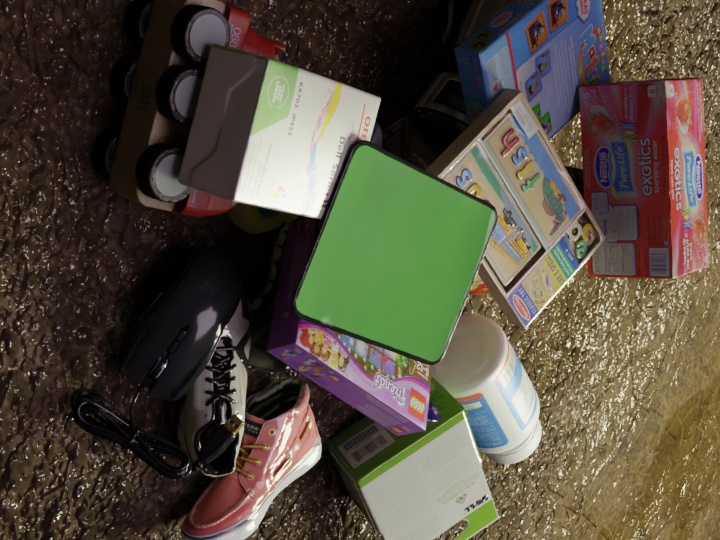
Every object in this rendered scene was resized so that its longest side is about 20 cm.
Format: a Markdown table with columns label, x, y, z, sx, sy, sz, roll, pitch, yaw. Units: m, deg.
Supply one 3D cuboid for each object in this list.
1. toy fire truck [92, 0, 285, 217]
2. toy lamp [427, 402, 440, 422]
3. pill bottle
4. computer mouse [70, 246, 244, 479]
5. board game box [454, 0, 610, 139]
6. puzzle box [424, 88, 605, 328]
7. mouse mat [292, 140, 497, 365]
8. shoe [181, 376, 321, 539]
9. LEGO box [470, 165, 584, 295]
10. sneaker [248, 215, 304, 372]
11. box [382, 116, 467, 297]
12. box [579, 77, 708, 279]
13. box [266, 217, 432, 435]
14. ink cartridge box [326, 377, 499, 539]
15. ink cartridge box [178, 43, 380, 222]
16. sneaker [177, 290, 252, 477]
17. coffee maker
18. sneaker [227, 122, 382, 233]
| label | x | y | z | sx | sy | sz | roll | pitch | yaw |
| --- | --- | --- | --- | --- | --- | --- | --- | --- | --- |
| toy fire truck | -0.120 | -0.136 | 1.160 | 0.199 | 0.128 | 0.178 | 10 | 97 | -43 |
| toy lamp | 0.066 | 0.058 | 1.409 | 0.058 | 0.058 | 0.202 | 8 | 83 | -52 |
| pill bottle | 0.152 | 0.151 | 1.612 | 0.113 | 0.112 | 0.200 | -55 | 140 | -21 |
| computer mouse | -0.148 | 0.087 | 1.180 | 0.140 | 0.046 | 0.201 | 39 | 80 | -12 |
| board game box | 0.178 | -0.205 | 1.339 | 0.200 | 0.036 | 0.152 | -41 | 134 | -30 |
| puzzle box | 0.150 | -0.058 | 1.296 | 0.133 | 0.025 | 0.200 | -46 | 122 | -15 |
| mouse mat | 0.035 | -0.011 | 1.183 | 0.199 | 0.008 | 0.162 | 23 | 89 | -41 |
| shoe | -0.113 | 0.190 | 1.329 | 0.200 | 0.071 | 0.092 | -39 | 131 | -43 |
| LEGO box | 0.164 | -0.042 | 1.471 | 0.148 | 0.199 | 0.078 | 3 | 68 | -52 |
| sneaker | -0.053 | 0.017 | 1.311 | 0.201 | 0.090 | 0.066 | -62 | 143 | -13 |
| box | 0.049 | -0.053 | 1.321 | 0.100 | 0.075 | 0.201 | 46 | 24 | -26 |
| box | 0.295 | -0.096 | 1.385 | 0.094 | 0.102 | 0.202 | -13 | 100 | -52 |
| box | -0.002 | 0.055 | 1.274 | 0.200 | 0.039 | 0.138 | 37 | 50 | -40 |
| ink cartridge box | 0.064 | 0.243 | 1.529 | 0.147 | 0.076 | 0.201 | -31 | 132 | -12 |
| ink cartridge box | -0.052 | -0.108 | 1.118 | 0.199 | 0.067 | 0.118 | 8 | 98 | -56 |
| sneaker | -0.130 | 0.099 | 1.242 | 0.073 | 0.080 | 0.202 | -4 | 109 | -16 |
| coffee maker | 0.146 | -0.197 | 1.440 | 0.201 | 0.134 | 0.192 | -61 | 142 | -12 |
| sneaker | -0.036 | -0.107 | 1.262 | 0.200 | 0.076 | 0.105 | -40 | 177 | -34 |
